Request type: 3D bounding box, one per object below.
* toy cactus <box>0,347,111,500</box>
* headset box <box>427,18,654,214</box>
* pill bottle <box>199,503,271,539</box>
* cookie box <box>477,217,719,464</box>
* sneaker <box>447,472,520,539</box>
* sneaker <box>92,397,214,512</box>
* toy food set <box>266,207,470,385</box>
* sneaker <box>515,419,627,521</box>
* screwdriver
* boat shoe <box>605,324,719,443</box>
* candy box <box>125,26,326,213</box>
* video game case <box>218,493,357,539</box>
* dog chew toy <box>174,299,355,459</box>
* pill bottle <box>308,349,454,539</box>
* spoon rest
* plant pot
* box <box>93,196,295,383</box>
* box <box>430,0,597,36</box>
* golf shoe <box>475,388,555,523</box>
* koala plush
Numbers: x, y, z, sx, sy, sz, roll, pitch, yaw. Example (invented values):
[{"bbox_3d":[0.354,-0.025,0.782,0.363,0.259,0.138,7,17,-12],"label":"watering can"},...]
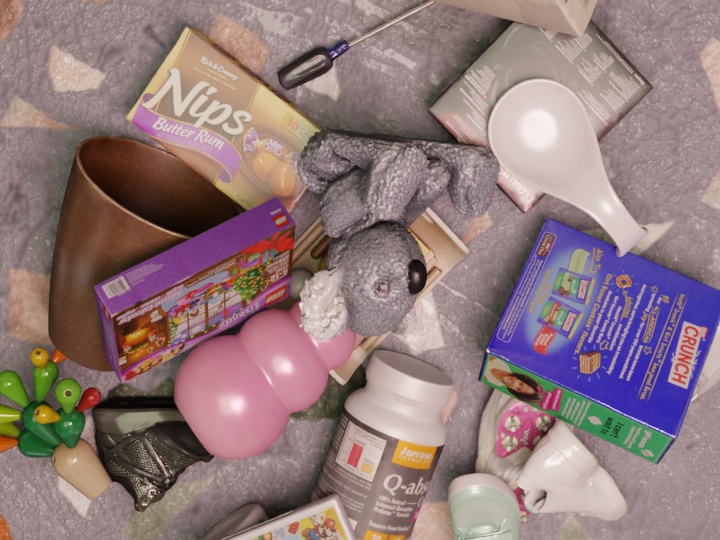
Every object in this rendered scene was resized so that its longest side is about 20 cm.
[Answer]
[{"bbox_3d":[-0.327,0.169,1.285,0.199,0.102,0.166,-30,104,36],"label":"toy cactus"},{"bbox_3d":[0.174,-0.168,1.231,0.149,0.077,0.200,44,99,-2],"label":"headset box"},{"bbox_3d":[-0.097,0.365,1.305,0.112,0.113,0.201,-35,94,8],"label":"pill bottle"},{"bbox_3d":[0.242,0.069,1.204,0.198,0.076,0.173,24,64,12],"label":"cookie box"},{"bbox_3d":[0.137,0.307,1.236,0.072,0.119,0.202,-11,127,9],"label":"sneaker"},{"bbox_3d":[-0.192,0.199,1.310,0.196,0.076,0.116,-1,101,6],"label":"sneaker"},{"bbox_3d":[0.000,0.000,1.274,0.143,0.060,0.200,44,99,-2],"label":"toy food set"},{"bbox_3d":[0.210,0.223,1.239,0.088,0.200,0.075,-42,50,2],"label":"sneaker"},{"bbox_3d":[0.001,-0.246,1.259,0.198,0.028,0.029,-31,66,6],"label":"screwdriver"},{"bbox_3d":[0.330,0.118,1.263,0.074,0.067,0.200,45,98,-3],"label":"boat shoe"},{"bbox_3d":[-0.132,-0.148,1.266,0.199,0.056,0.117,37,99,-3],"label":"candy box"},{"bbox_3d":[-0.067,0.353,1.232,0.180,0.023,0.203,-22,95,8],"label":"video game case"},{"bbox_3d":[-0.089,0.099,1.216,0.199,0.124,0.125,-35,94,-7],"label":"dog chew toy"},{"bbox_3d":[0.023,0.196,1.272,0.115,0.116,0.203,20,99,1],"label":"pill bottle"},{"bbox_3d":[0.207,-0.098,1.170,0.099,0.061,0.200,-42,95,7],"label":"spoon rest"},{"bbox_3d":[-0.243,-0.002,1.245,0.185,0.187,0.202,30,111,0],"label":"plant pot"},{"bbox_3d":[-0.157,0.021,1.167,0.198,0.138,0.039,-28,66,-21],"label":"box"},{"bbox_3d":[0.131,-0.292,1.166,0.198,0.082,0.069,23,85,31],"label":"box"},{"bbox_3d":[0.156,0.198,1.290,0.074,0.092,0.203,7,121,-13],"label":"golf shoe"},{"bbox_3d":[0.016,-0.029,1.173,0.182,0.176,0.204,13,101,40],"label":"koala plush"}]
